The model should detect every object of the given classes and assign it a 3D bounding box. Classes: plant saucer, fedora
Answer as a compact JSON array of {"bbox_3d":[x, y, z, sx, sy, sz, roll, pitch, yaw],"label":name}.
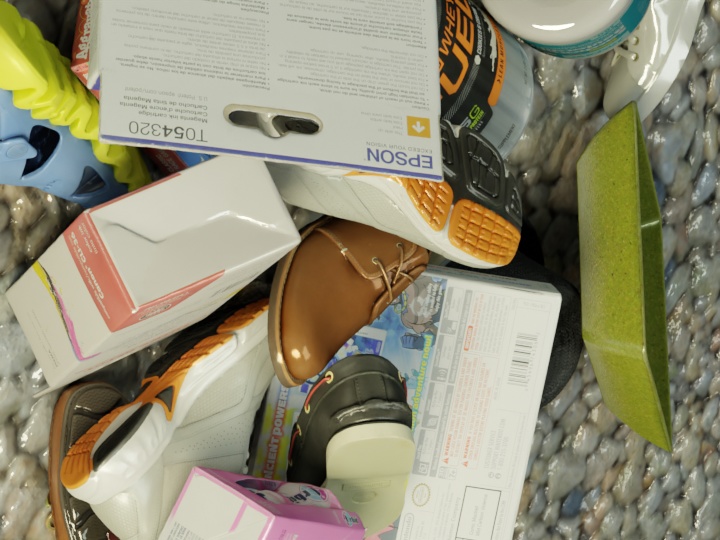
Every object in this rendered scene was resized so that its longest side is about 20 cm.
[{"bbox_3d":[0.190,0.009,1.801,0.200,0.048,0.200,64,24,-63],"label":"plant saucer"},{"bbox_3d":[0.092,0.047,1.741,0.200,0.092,0.201,-22,119,-45],"label":"fedora"}]

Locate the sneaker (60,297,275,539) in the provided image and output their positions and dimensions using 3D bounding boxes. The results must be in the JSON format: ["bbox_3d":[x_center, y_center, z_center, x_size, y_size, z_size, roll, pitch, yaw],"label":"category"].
[{"bbox_3d":[-0.093,0.096,1.507,0.200,0.076,0.092,-45,111,-33],"label":"sneaker"}]

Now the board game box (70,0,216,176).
[{"bbox_3d":[-0.108,-0.102,1.483,0.200,0.019,0.103,51,33,-45],"label":"board game box"}]

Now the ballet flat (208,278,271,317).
[{"bbox_3d":[-0.102,0.098,1.595,0.067,0.046,0.200,-66,175,-82],"label":"ballet flat"}]

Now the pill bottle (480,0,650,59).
[{"bbox_3d":[0.138,-0.199,1.651,0.200,0.111,0.111,-2,109,-79],"label":"pill bottle"}]

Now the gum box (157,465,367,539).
[{"bbox_3d":[-0.084,0.212,1.462,0.113,0.066,0.200,19,98,-60],"label":"gum box"}]

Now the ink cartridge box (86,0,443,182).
[{"bbox_3d":[-0.054,-0.137,1.400,0.196,0.043,0.200,7,61,-14],"label":"ink cartridge box"}]

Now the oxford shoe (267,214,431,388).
[{"bbox_3d":[0.000,0.000,1.533,0.200,0.071,0.071,-57,138,-46],"label":"oxford shoe"}]

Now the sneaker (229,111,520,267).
[{"bbox_3d":[0.006,-0.058,1.497,0.200,0.092,0.076,31,62,-25],"label":"sneaker"}]

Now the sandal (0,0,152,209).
[{"bbox_3d":[-0.187,-0.079,1.414,0.087,0.080,0.200,-34,144,9],"label":"sandal"}]

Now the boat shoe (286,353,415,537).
[{"bbox_3d":[-0.009,0.118,1.553,0.074,0.063,0.201,-3,152,-13],"label":"boat shoe"}]

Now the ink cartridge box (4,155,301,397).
[{"bbox_3d":[-0.130,0.004,1.442,0.116,0.200,0.068,-24,84,-30],"label":"ink cartridge box"}]

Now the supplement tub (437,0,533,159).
[{"bbox_3d":[0.012,-0.139,1.564,0.200,0.122,0.123,31,81,-49],"label":"supplement tub"}]

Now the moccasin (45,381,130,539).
[{"bbox_3d":[-0.156,0.168,1.536,0.074,0.078,0.202,-18,100,-26],"label":"moccasin"}]

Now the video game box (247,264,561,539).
[{"bbox_3d":[0.024,0.093,1.651,0.182,0.047,0.200,9,100,-10],"label":"video game box"}]

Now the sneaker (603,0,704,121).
[{"bbox_3d":[0.207,-0.206,1.814,0.085,0.073,0.200,20,97,-19],"label":"sneaker"}]
